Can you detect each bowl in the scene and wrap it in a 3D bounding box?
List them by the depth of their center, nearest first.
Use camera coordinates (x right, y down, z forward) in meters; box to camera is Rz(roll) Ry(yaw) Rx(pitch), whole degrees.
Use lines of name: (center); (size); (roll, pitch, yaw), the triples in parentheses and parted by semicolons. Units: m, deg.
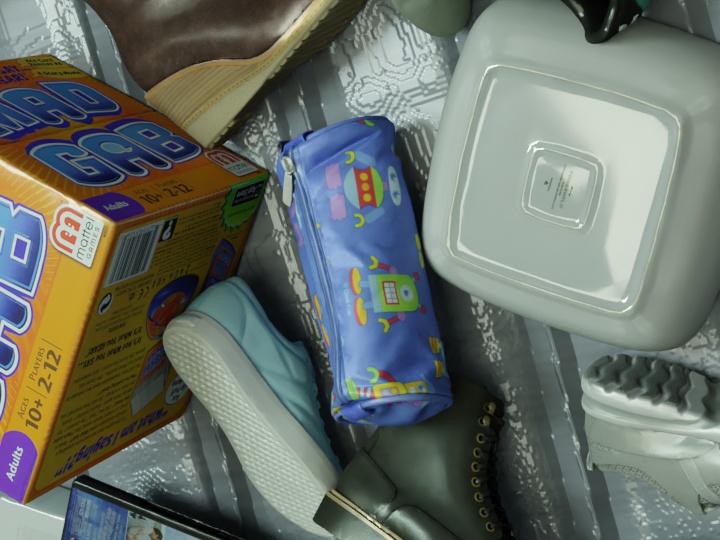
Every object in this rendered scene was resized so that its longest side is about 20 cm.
bowl: (0.131, -0.054, 1.002); (0.198, 0.075, 0.202); (20, 110, 20)

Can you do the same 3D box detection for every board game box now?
board game box: (-0.216, -0.005, 1.096); (0.199, 0.200, 0.201); (28, 111, 17)

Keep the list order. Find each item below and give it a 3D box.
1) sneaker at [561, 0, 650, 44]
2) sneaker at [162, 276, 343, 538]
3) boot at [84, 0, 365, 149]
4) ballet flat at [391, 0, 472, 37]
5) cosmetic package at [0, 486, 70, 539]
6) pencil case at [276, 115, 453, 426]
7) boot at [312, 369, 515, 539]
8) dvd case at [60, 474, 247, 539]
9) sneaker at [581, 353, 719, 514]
sneaker: (0.093, -0.211, 0.931); (0.200, 0.080, 0.071); (38, 161, -17)
sneaker: (-0.049, 0.090, 1.118); (0.074, 0.082, 0.201); (-4, 125, 45)
boot: (-0.095, -0.195, 1.071); (0.200, 0.072, 0.167); (-41, 86, 29)
ballet flat: (0.025, -0.225, 0.977); (0.063, 0.067, 0.201); (8, 135, 54)
cosmetic package: (-0.204, 0.274, 1.237); (0.150, 0.052, 0.202); (16, 107, 21)
pencil case: (0.000, 0.000, 1.039); (0.078, 0.086, 0.202); (-30, 69, 52)
boot: (0.081, 0.146, 1.045); (0.199, 0.077, 0.139); (27, 84, 21)
dvd case: (-0.127, 0.242, 1.162); (0.199, 0.018, 0.144); (19, 107, 16)
sneaker: (0.229, 0.115, 1.007); (0.199, 0.075, 0.083); (19, 123, 26)
